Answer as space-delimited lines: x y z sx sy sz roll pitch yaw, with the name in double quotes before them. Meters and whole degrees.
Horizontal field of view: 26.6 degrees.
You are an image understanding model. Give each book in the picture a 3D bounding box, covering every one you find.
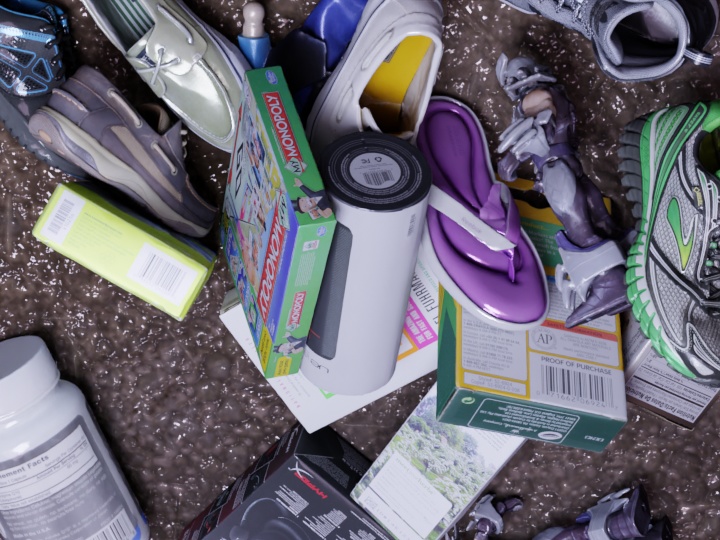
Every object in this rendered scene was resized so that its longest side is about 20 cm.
"book" 0.009 0.031 1.208 0.200 0.048 0.134 -29 108 16

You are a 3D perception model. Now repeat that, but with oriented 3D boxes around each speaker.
"speaker" 0.000 0.000 1.092 0.081 0.081 0.200 13 137 3

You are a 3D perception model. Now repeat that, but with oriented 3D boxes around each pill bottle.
"pill bottle" -0.265 0.163 1.270 0.114 0.114 0.200 -17 111 16

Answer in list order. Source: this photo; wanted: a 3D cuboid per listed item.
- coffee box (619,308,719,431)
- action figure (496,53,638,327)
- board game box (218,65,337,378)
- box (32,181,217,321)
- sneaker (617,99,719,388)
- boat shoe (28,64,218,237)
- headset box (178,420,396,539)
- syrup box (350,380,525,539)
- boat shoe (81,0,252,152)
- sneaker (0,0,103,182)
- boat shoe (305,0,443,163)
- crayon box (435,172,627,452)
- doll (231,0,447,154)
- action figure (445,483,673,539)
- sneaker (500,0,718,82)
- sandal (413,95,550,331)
"coffee box" 0.254 0.001 1.108 0.080 0.113 0.200 24 117 -18
"action figure" 0.140 -0.065 1.063 0.069 0.130 0.200 -29 78 25
"board game box" -0.063 -0.030 1.089 0.029 0.135 0.200 -9 149 -17
"box" -0.170 -0.019 1.140 0.122 0.200 0.048 30 92 -5
"sneaker" 0.223 -0.022 0.999 0.078 0.201 0.085 11 158 -40
"boat shoe" -0.157 -0.085 1.121 0.074 0.200 0.073 31 86 31
"headset box" -0.059 0.241 1.295 0.149 0.075 0.200 40 114 -10
"syrup box" 0.081 0.127 1.186 0.079 0.081 0.200 42 127 11
"boat shoe" -0.147 -0.163 1.109 0.072 0.062 0.200 -38 92 34
"sneaker" -0.241 -0.150 1.143 0.082 0.073 0.200 -40 104 20
"boat shoe" 0.012 -0.110 1.081 0.071 0.070 0.200 10 135 -19
"crayon box" 0.122 0.026 1.106 0.125 0.200 0.052 12 142 -11
"doll" -0.032 -0.152 1.123 0.136 0.049 0.200 38 121 -14
"action figure" 0.156 0.241 1.269 0.200 0.069 0.130 -22 117 22
"sneaker" 0.153 -0.190 1.040 0.200 0.114 0.076 20 116 -1
"sandal" 0.078 -0.048 1.080 0.082 0.203 0.050 -10 149 -21
